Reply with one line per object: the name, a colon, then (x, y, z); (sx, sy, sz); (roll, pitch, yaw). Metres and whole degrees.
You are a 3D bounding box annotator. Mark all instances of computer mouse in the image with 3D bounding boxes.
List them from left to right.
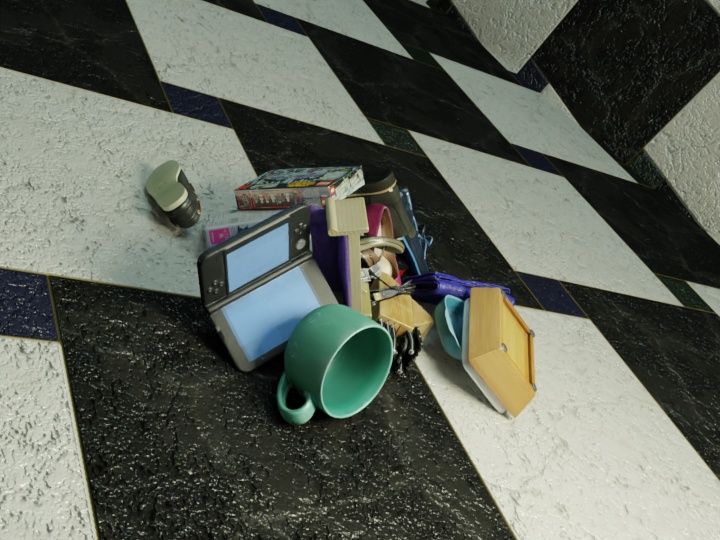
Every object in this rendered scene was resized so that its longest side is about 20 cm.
computer mouse: (0.000, 0.000, 1.703); (0.109, 0.044, 0.200); (-20, 45, -33)

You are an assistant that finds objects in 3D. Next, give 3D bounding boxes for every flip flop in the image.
flip flop: (-0.003, -0.031, 1.650); (0.080, 0.059, 0.198); (5, 7, 40)

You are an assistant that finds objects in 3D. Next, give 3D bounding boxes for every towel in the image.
towel: (0.187, 0.043, 1.834); (0.198, 0.050, 0.147); (14, -11, -31)

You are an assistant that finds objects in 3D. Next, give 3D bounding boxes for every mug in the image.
mug: (-0.052, 0.131, 1.408); (0.114, 0.154, 0.183); (28, 26, 38)

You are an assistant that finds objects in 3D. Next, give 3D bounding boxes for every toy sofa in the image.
toy sofa: (-0.034, -0.014, 1.510); (0.096, 0.202, 0.083); (-5, 42, -3)

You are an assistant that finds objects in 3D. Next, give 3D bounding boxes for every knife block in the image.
knife block: (0.040, 0.092, 1.666); (0.174, 0.064, 0.200); (-5, 43, -50)

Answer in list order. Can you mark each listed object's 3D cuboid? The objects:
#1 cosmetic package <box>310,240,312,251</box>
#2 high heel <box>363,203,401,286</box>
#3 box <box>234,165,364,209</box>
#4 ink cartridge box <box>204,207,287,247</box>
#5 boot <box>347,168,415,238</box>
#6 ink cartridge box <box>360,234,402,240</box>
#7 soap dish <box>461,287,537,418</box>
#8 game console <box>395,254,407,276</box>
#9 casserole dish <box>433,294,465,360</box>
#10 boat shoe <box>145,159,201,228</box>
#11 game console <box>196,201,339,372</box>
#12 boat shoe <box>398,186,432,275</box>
cosmetic package: (-0.130, 0.010, 1.596); (0.071, 0.102, 0.200); (32, 26, 8)
high heel: (0.051, -0.029, 1.760); (0.067, 0.095, 0.203); (-24, 100, -34)
box: (-0.109, -0.150, 1.693); (0.197, 0.041, 0.137); (0, 22, 26)
ink cartridge box: (-0.171, -0.085, 1.653); (0.197, 0.043, 0.120); (-11, 17, -2)
boot: (0.004, -0.114, 1.825); (0.198, 0.140, 0.078); (1, 37, 45)
ink cartridge box: (-0.050, -0.083, 1.851); (0.198, 0.041, 0.200); (-19, 52, -35)
soap dish: (0.252, 0.139, 1.693); (0.158, 0.080, 0.201); (50, 28, -26)
game console: (-0.012, -0.056, 1.907); (0.175, 0.031, 0.200); (1, 38, -45)
casserole dish: (0.192, 0.117, 1.736); (0.199, 0.038, 0.123); (22, 47, -56)
boat shoe: (-0.336, -0.138, 1.694); (0.063, 0.073, 0.202); (56, -2, -35)
game console: (-0.131, 0.024, 1.416); (0.198, 0.172, 0.118); (-30, 58, -26)
boat shoe: (0.107, -0.074, 1.894); (0.068, 0.202, 0.084); (-33, 38, -15)
